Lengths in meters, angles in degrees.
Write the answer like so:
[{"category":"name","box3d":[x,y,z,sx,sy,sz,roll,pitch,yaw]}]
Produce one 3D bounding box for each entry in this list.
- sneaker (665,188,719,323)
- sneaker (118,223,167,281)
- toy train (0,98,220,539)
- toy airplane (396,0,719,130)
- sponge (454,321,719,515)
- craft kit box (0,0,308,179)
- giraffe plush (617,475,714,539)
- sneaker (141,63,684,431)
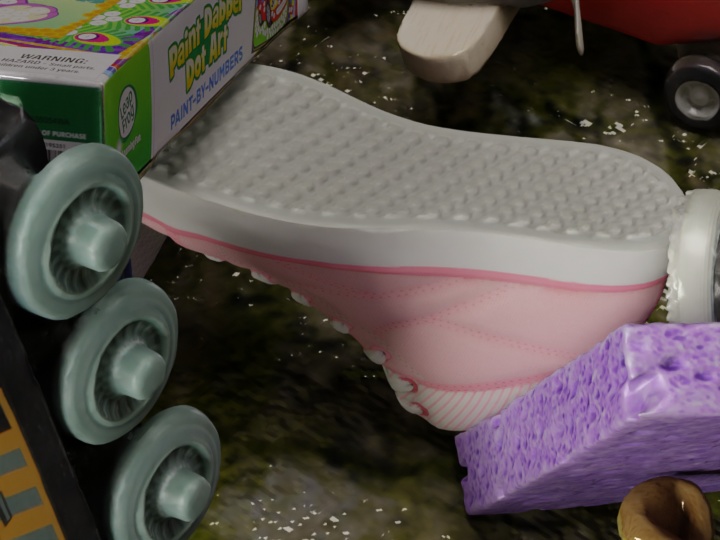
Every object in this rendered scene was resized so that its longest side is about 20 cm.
[{"category":"sneaker","box3d":[0.174,-0.002,0.894,0.099,0.070,0.200,1,11,24]},{"category":"sneaker","box3d":[-0.102,0.032,0.854,0.088,0.076,0.200,16,51,29]},{"category":"toy train","box3d":[-0.106,0.037,0.705,0.085,0.201,0.114,24,57,30]},{"category":"toy airplane","box3d":[0.076,-0.153,1.041,0.198,0.142,0.200,-12,46,-20]},{"category":"sponge","box3d":[0.104,0.044,0.804,0.111,0.200,0.030,-4,79,-12]},{"category":"craft kit box","box3d":[-0.137,-0.078,0.840,0.199,0.049,0.198,6,21,14]},{"category":"giraffe plush","box3d":[0.131,0.133,0.751,0.199,0.173,0.162,-10,25,24]},{"category":"sneaker","box3d":[0.000,0.000,0.884,0.199,0.105,0.076,11,44,-6]}]
